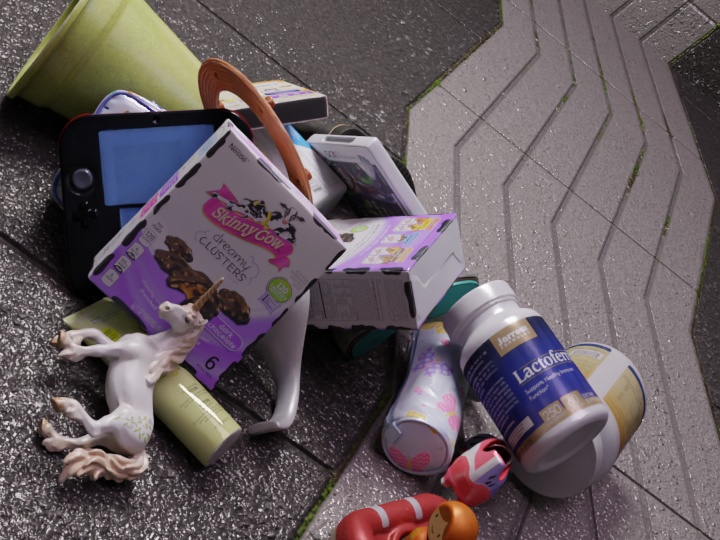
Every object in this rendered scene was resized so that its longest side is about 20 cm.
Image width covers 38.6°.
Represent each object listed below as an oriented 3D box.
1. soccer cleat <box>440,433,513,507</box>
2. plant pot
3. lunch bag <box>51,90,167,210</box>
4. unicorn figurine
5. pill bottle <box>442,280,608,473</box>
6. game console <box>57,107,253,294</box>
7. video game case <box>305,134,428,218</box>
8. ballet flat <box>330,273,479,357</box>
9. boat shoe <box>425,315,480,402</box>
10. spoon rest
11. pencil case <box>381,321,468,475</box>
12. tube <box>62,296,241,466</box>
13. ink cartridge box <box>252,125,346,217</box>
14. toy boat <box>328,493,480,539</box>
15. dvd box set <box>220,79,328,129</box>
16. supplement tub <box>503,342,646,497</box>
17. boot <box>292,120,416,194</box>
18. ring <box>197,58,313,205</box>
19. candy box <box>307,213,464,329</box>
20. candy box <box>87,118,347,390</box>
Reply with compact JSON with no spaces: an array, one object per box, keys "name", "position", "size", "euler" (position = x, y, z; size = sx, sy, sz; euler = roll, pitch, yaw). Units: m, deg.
[{"name":"soccer cleat","position":[0.149,0.219,1.175],"size":[0.067,0.076,0.199],"euler":[57,17,9]},{"name":"plant pot","position":[-0.274,-0.225,1.189],"size":[0.183,0.200,0.202],"euler":[38,32,-23]},{"name":"lunch bag","position":[-0.217,-0.090,1.104],"size":[0.198,0.162,0.075],"euler":[34,-4,-13]},{"name":"unicorn figurine","position":[-0.216,0.096,0.946],"size":[0.135,0.074,0.204],"euler":[13,79,-25]},{"name":"pill bottle","position":[0.184,0.118,1.179],"size":[0.114,0.116,0.202],"euler":[-2,50,-47]},{"name":"game console","position":[-0.204,-0.072,1.055],"size":[0.196,0.031,0.181],"euler":[-4,92,-13]},{"name":"video game case","position":[0.025,-0.087,1.315],"size":[0.201,0.023,0.181],"euler":[54,-16,-23]},{"name":"ballet flat","position":[0.052,0.037,1.257],"size":[0.197,0.068,0.064],"euler":[-26,57,-17]},{"name":"boat shoe","position":[0.129,0.080,1.349],"size":[0.060,0.076,0.202],"euler":[-3,55,-40]},{"name":"spoon rest","position":[-0.095,0.075,1.101],"size":[0.060,0.098,0.204],"euler":[29,53,-59]},{"name":"pencil case","position":[0.082,0.146,1.216],"size":[0.091,0.083,0.201],"euler":[47,32,-18]},{"name":"tube","position":[-0.201,0.103,1.008],"size":[0.200,0.052,0.058],"euler":[44,-6,11]},{"name":"ink cartridge box","position":[-0.130,-0.104,1.278],"size":[0.145,0.085,0.199],"euler":[47,32,9]},{"name":"toy boat","position":[0.065,0.274,1.012],"size":[0.198,0.131,0.132],"euler":[-1,51,-46]},{"name":"dvd box set","position":[-0.139,-0.207,1.292],"size":[0.144,0.030,0.200],"euler":[-12,19,-19]},{"name":"supplement tub","position":[0.274,0.189,1.314],"size":[0.145,0.145,0.199],"euler":[48,34,10]},{"name":"boot","position":[-0.011,-0.155,1.478],"size":[0.138,0.078,0.200],"euler":[31,-14,47]},{"name":"ring","position":[-0.110,-0.137,1.103],"size":[0.019,0.201,0.201],"euler":[-36,77,-20]},{"name":"candy box","position":[0.000,0.000,1.186],"size":[0.168,0.196,0.073],"euler":[-45,128,-56]},{"name":"candy box","position":[-0.140,-0.016,1.019],"size":[0.168,0.200,0.072],"euler":[44,4,-17]}]
